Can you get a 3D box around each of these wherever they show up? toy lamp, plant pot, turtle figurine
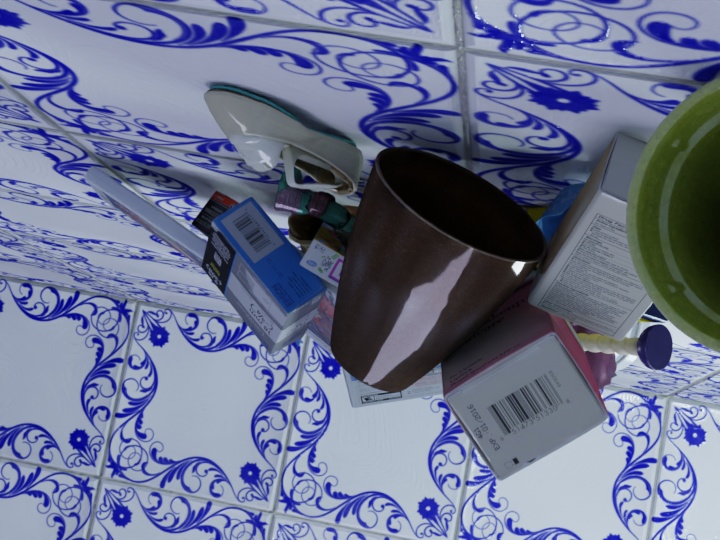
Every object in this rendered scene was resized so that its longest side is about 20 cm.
[{"bbox_3d":[0.256,0.083,1.418,0.058,0.059,0.199,18,168,-40],"label":"toy lamp"},{"bbox_3d":[0.320,-0.038,0.918,0.199,0.202,0.184,6,-178,30],"label":"plant pot"},{"bbox_3d":[0.054,0.014,1.226,0.186,0.201,0.187,23,-154,-12],"label":"plant pot"},{"bbox_3d":[0.008,-0.064,1.395,0.198,0.101,0.150,16,171,4],"label":"turtle figurine"}]

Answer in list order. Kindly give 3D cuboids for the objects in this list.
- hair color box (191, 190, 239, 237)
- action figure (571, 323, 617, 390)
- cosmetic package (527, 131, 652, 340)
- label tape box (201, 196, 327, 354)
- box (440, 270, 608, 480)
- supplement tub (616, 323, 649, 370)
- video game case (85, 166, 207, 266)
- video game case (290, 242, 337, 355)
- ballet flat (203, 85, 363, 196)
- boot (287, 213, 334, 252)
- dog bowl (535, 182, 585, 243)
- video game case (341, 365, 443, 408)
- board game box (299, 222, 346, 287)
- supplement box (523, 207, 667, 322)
[{"bbox_3d":[-0.123,-0.019,1.679,0.200,0.061,0.101,39,175,-33],"label":"hair color box"},{"bbox_3d":[0.263,0.049,1.531,0.148,0.202,0.134,-7,-163,12],"label":"action figure"},{"bbox_3d":[0.234,-0.026,1.126,0.105,0.071,0.200,23,148,-1],"label":"cosmetic package"},{"bbox_3d":[-0.124,0.021,1.502,0.144,0.063,0.200,50,155,11],"label":"label tape box"},{"bbox_3d":[0.158,0.100,1.259,0.127,0.109,0.200,-32,-166,11],"label":"box"},{"bbox_3d":[0.272,0.055,1.659,0.199,0.146,0.144,15,171,-28],"label":"supplement tub"},{"bbox_3d":[-0.273,-0.062,1.670,0.199,0.023,0.182,34,173,-2],"label":"video game case"},{"bbox_3d":[-0.057,0.041,1.544,0.182,0.023,0.201,36,158,35],"label":"video game case"},{"bbox_3d":[-0.073,-0.119,1.215,0.199,0.070,0.069,19,169,-41],"label":"ballet flat"},{"bbox_3d":[-0.047,-0.044,1.668,0.155,0.073,0.199,28,174,-42],"label":"boot"},{"bbox_3d":[0.262,-0.044,1.219,0.199,0.050,0.111,-6,140,49],"label":"dog bowl"},{"bbox_3d":[0.077,0.104,1.485,0.198,0.022,0.183,-9,149,1],"label":"video game case"},{"bbox_3d":[0.000,0.000,1.456,0.134,0.034,0.200,31,-173,-3],"label":"board game box"},{"bbox_3d":[0.242,-0.007,1.399,0.109,0.110,0.199,17,170,-37],"label":"supplement box"}]
